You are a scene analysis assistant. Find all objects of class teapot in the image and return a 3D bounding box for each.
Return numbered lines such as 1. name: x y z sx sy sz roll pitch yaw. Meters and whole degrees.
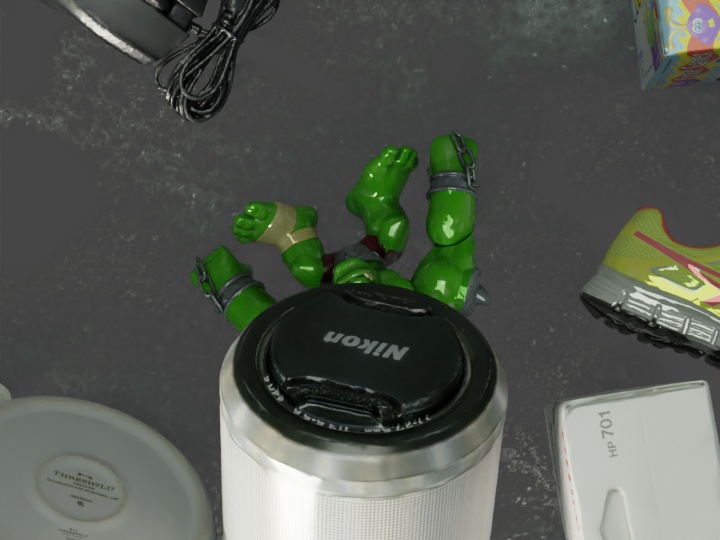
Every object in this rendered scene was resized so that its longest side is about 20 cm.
1. teapot: -0.186 0.186 0.936 0.200 0.197 0.147 39 124 25

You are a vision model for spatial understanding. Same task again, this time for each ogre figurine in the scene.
1. ogre figurine: 0.000 0.000 0.973 0.198 0.098 0.121 -19 65 -14

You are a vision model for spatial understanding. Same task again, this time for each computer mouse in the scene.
1. computer mouse: -0.157 -0.203 1.017 0.199 0.053 0.139 29 87 5

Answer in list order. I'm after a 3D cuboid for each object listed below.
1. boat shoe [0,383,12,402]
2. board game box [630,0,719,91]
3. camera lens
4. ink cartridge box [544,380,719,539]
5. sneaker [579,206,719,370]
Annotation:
1. boat shoe: -0.323 0.119 1.000 0.198 0.073 0.062 -13 127 -5
2. board game box: 0.278 -0.185 0.969 0.198 0.105 0.104 -6 85 3
3. camera lens: -0.001 0.121 0.874 0.158 0.161 0.202 5 125 3
4. ink cartridge box: 0.162 0.143 0.894 0.085 0.200 0.148 -9 84 2
5. sneaker: 0.246 0.019 0.966 0.198 0.078 0.091 23 79 3
